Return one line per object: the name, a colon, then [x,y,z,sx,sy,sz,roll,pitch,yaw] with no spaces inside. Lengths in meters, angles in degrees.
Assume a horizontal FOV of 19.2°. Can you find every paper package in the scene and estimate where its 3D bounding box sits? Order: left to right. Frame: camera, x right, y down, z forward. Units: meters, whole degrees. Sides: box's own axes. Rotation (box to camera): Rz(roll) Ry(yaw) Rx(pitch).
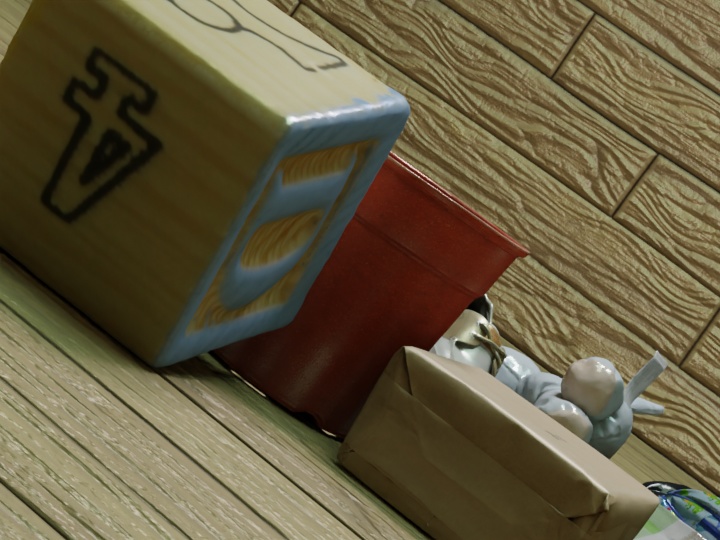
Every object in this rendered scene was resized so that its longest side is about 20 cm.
paper package: [0.101,0.150,1.533,0.191,0.103,0.200,37,5,19]

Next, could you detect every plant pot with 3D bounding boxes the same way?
plant pot: [-0.009,0.008,1.603,0.201,0.195,0.201,35,5,-3]

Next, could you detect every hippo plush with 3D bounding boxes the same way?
hippo plush: [0.150,0.112,1.867,0.161,0.200,0.159,26,-33,25]

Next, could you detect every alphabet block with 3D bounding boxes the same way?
alphabet block: [-0.121,-0.080,1.421,0.200,0.196,0.195,37,21,17]

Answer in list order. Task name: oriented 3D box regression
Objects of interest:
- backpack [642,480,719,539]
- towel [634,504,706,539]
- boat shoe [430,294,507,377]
backpack: [0.318,0.271,1.799,0.163,0.154,0.200,39,17,-38]
towel: [0.246,0.245,1.684,0.149,0.031,0.200,-6,32,-38]
boat shoe: [0.086,0.066,1.817,0.075,0.068,0.200,59,10,-29]
